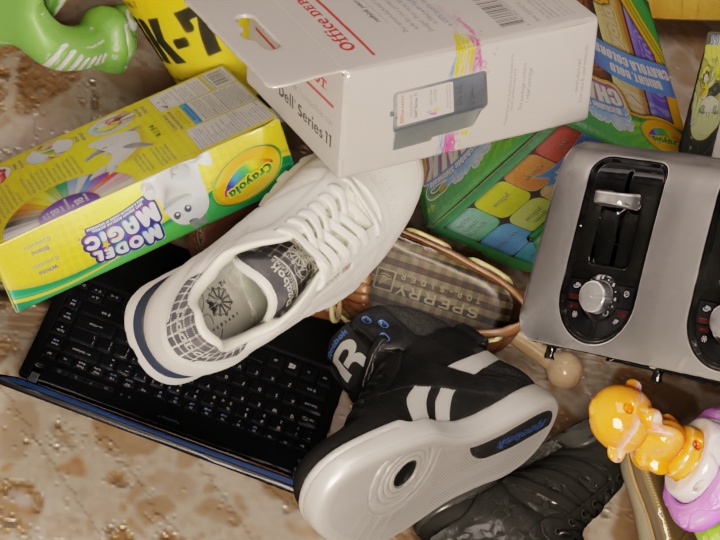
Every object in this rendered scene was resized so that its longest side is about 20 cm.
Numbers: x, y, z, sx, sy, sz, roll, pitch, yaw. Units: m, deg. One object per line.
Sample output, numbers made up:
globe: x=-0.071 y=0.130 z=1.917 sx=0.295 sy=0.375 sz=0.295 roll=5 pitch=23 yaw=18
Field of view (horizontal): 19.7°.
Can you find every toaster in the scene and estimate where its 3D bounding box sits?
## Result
toaster: x=0.214 y=0.009 z=1.078 sx=0.180 sy=0.119 sz=0.199 roll=12 pitch=1 yaw=45

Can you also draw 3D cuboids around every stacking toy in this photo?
stacking toy: x=0.199 y=0.111 z=1.072 sx=0.199 sy=0.110 sz=0.117 roll=26 pitch=67 yaw=-17

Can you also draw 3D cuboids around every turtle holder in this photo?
turtle holder: x=-0.215 y=-0.210 z=1.278 sx=0.185 sy=0.142 sz=0.132 roll=26 pitch=32 yaw=16

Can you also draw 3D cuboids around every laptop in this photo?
laptop: x=-0.092 y=0.042 z=1.138 sx=0.176 sy=0.103 sz=0.201 roll=21 pitch=50 yaw=-1

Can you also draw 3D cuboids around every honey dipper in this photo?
honey dipper: x=0.050 y=0.008 z=1.253 sx=0.200 sy=0.038 sz=0.038 roll=35 pitch=51 yaw=9

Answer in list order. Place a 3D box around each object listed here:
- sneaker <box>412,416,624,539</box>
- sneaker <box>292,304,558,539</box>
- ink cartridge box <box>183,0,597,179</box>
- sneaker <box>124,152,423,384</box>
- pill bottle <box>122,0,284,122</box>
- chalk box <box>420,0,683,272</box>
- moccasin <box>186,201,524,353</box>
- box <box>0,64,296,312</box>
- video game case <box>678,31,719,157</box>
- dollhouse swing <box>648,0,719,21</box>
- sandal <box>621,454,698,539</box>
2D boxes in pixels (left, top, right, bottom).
sneaker: x=0.100 y=0.149 z=1.145 sx=0.199 sy=0.060 sz=0.105 roll=-14 pitch=58 yaw=-21
sneaker: x=0.006 y=0.075 z=1.088 sx=0.112 sy=0.073 sz=0.200 roll=39 pitch=28 yaw=27
ink cartridge box: x=0.014 y=-0.115 z=1.128 sx=0.199 sy=0.068 sz=0.117 roll=-14 pitch=38 yaw=-25
sneaker: x=-0.030 y=-0.010 z=1.091 sx=0.200 sy=0.080 sz=0.077 roll=-41 pitch=97 yaw=-28
pill bottle: x=-0.095 y=-0.190 z=1.250 sx=0.200 sy=0.114 sz=0.114 roll=57 pitch=45 yaw=-24
chalk box: x=0.114 y=-0.080 z=1.262 sx=0.124 sy=0.125 sz=0.201 roll=21 pitch=44 yaw=-33
moccasin: x=-0.001 y=0.002 z=1.184 sx=0.200 sy=0.078 sz=0.074 roll=23 pitch=79 yaw=-8
box: x=-0.144 y=-0.043 z=1.164 sx=0.199 sy=0.049 sz=0.117 roll=-23 pitch=26 yaw=-10
video game case: x=0.268 y=-0.030 z=1.244 sx=0.199 sy=0.036 sz=0.182 roll=15 pitch=90 yaw=-32
dollhouse swing: x=0.207 y=-0.272 z=1.525 sx=0.199 sy=0.176 sz=0.183 roll=-1 pitch=94 yaw=-18
sandal: x=0.173 y=0.182 z=1.122 sx=0.080 sy=0.054 sz=0.201 roll=2 pitch=69 yaw=-46
